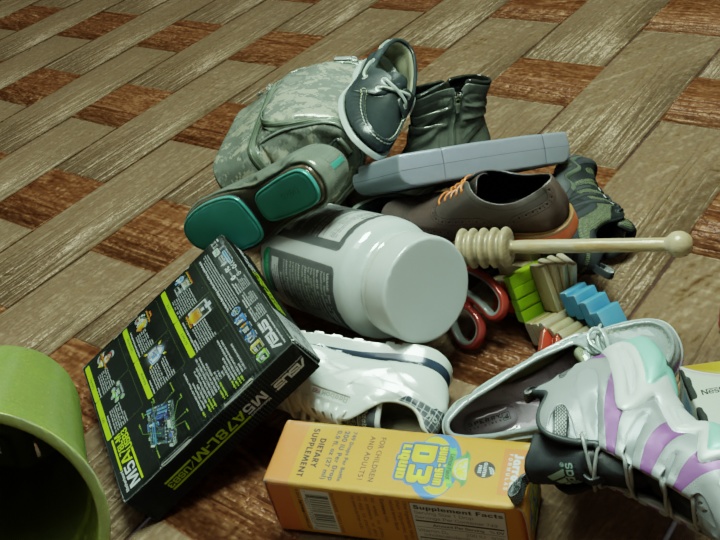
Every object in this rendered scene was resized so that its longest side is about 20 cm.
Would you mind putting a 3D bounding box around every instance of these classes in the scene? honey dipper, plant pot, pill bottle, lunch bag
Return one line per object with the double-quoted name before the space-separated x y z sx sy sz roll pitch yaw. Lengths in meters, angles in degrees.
"honey dipper" 0.181 -0.020 0.785 0.200 0.038 0.038 0 37 25
"plant pot" -0.296 0.155 0.733 0.200 0.200 0.190 -16 22 -4
"pill bottle" 0.000 0.000 0.858 0.113 0.113 0.200 -33 28 -26
"lunch bag" -0.056 -0.150 1.049 0.168 0.139 0.200 -29 25 25

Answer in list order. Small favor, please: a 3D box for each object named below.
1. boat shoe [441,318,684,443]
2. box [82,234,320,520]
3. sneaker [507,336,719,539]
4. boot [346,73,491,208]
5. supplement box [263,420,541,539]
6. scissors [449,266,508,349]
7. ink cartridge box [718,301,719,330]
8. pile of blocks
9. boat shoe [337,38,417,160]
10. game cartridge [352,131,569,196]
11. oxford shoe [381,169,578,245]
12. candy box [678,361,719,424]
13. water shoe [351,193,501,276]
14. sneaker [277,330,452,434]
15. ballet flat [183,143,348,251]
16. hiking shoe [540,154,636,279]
"boat shoe" 0.159 0.093 0.716 0.202 0.065 0.074 -21 72 4
"box" -0.150 0.086 0.813 0.193 0.048 0.200 -46 39 3
"sneaker" 0.167 0.134 0.604 0.140 0.078 0.200 -20 28 0
"boot" 0.064 -0.153 1.064 0.200 0.131 0.068 -22 36 -13
"supplement box" 0.033 0.164 0.692 0.200 0.069 0.067 3 40 17
"scissors" 0.067 0.001 0.889 0.014 0.073 0.200 2 31 -41
"ink cartridge box" 0.408 0.003 0.751 0.200 0.117 0.068 9 41 27
"pile of blocks" 0.173 0.041 0.803 0.062 0.082 0.200 -27 38 -19
"boat shoe" 0.024 -0.191 0.973 0.060 0.076 0.200 -39 28 29
"game cartridge" 0.107 -0.110 0.941 0.200 0.042 0.133 -11 8 -23
"oxford shoe" 0.101 -0.065 0.859 0.200 0.073 0.071 -1 47 31
"candy box" 0.316 0.143 0.634 0.136 0.061 0.200 -10 35 6
"water shoe" 0.063 -0.036 0.938 0.200 0.072 0.079 5 18 22
"sneaker" -0.022 0.106 0.789 0.200 0.076 0.081 -1 46 19
"ballet flat" -0.089 -0.067 0.876 0.200 0.067 0.064 -19 20 40
"hiking shoe" 0.230 -0.049 0.935 0.101 0.076 0.200 23 40 10
